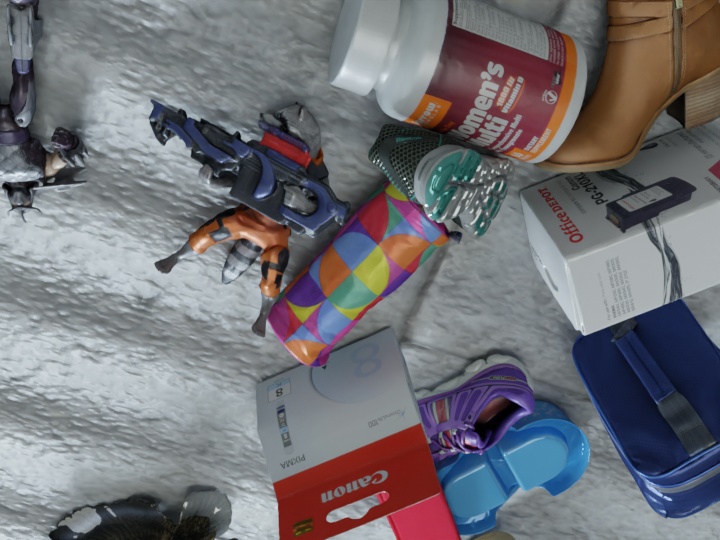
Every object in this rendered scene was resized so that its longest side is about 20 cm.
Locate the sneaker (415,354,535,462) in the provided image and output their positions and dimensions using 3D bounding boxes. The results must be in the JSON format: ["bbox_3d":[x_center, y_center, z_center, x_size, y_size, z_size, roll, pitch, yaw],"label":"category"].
[{"bbox_3d":[0.095,0.165,0.913,0.198,0.084,0.081,-37,117,15],"label":"sneaker"}]

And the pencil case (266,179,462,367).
[{"bbox_3d":[0.000,0.000,0.813,0.200,0.089,0.088,-43,116,15],"label":"pencil case"}]

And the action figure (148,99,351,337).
[{"bbox_3d":[-0.106,-0.070,0.773,0.198,0.105,0.195,36,104,5],"label":"action figure"}]

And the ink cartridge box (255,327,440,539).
[{"bbox_3d":[-0.019,0.155,0.824,0.157,0.201,0.048,-22,120,4],"label":"ink cartridge box"}]

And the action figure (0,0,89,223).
[{"bbox_3d":[-0.292,-0.128,0.710,0.127,0.070,0.204,-6,123,-16],"label":"action figure"}]

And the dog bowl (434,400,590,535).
[{"bbox_3d":[0.157,0.218,0.970,0.197,0.050,0.113,-29,118,7],"label":"dog bowl"}]

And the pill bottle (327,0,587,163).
[{"bbox_3d":[0.078,-0.168,0.716,0.195,0.110,0.111,15,116,-16],"label":"pill bottle"}]

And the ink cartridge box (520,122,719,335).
[{"bbox_3d":[0.261,-0.044,0.788,0.196,0.146,0.086,-21,118,3],"label":"ink cartridge box"}]

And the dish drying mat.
[{"bbox_3d":[0.054,0.244,0.929,0.075,0.018,0.203,-9,126,17],"label":"dish drying mat"}]

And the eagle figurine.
[{"bbox_3d":[-0.237,0.329,0.949,0.196,0.150,0.156,-12,80,32],"label":"eagle figurine"}]

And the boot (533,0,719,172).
[{"bbox_3d":[0.227,-0.183,0.754,0.196,0.074,0.157,-24,121,-9],"label":"boot"}]

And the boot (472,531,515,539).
[{"bbox_3d":[0.163,0.410,1.072,0.142,0.071,0.202,28,114,-27],"label":"boot"}]

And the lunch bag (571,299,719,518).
[{"bbox_3d":[0.302,0.122,0.861,0.134,0.202,0.133,-30,137,7],"label":"lunch bag"}]

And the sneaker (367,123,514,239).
[{"bbox_3d":[0.071,-0.085,0.746,0.090,0.199,0.079,33,96,23],"label":"sneaker"}]
